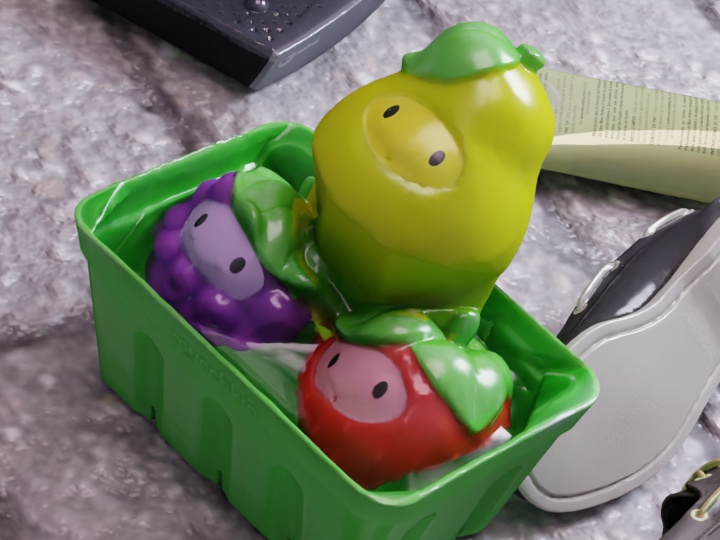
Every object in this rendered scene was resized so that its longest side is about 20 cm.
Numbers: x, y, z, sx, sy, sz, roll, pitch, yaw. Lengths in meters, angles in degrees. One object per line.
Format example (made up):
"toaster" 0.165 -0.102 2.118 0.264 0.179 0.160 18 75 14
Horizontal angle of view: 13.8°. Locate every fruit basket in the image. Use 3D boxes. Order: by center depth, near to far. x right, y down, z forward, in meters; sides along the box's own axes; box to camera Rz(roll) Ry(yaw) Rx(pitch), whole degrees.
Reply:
"fruit basket" 0.000 0.000 1.207 0.155 0.216 0.215 -25 55 -39

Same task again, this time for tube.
"tube" 0.156 -0.061 1.456 0.199 0.052 0.058 11 -2 -1

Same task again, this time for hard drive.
"hard drive" -0.044 -0.166 1.505 0.134 0.042 0.200 29 41 15

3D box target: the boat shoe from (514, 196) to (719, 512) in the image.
"boat shoe" 0.118 0.034 1.317 0.060 0.074 0.200 -1 37 50

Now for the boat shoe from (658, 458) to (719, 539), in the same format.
"boat shoe" 0.149 0.112 1.228 0.060 0.072 0.201 32 44 12
